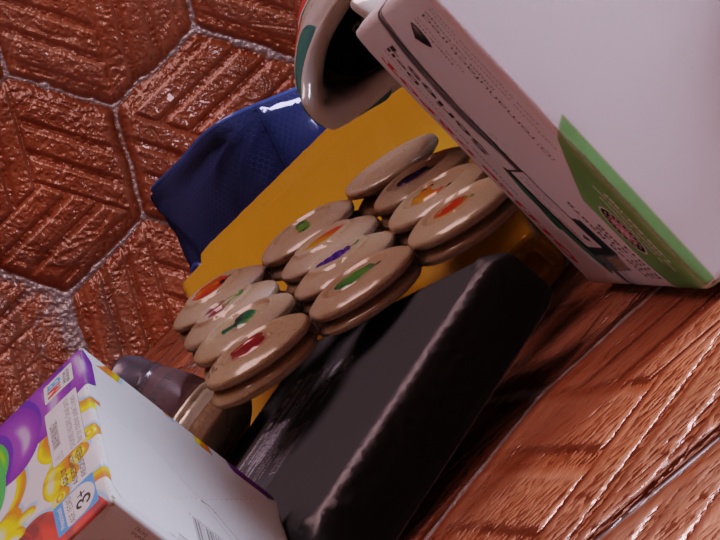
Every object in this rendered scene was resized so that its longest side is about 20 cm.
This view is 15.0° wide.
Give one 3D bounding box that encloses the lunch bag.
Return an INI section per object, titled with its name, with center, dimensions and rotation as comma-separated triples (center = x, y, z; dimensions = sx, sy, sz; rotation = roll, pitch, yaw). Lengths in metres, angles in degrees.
[lunch bag]
center = -0.009, -0.034, 1.504
dimensions = 0.200, 0.133, 0.136
rotation = -29, -4, -28

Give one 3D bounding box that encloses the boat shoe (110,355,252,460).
[boat shoe]
center = -0.097, 0.104, 1.229
dimensions = 0.072, 0.065, 0.200
rotation = -47, -14, -34

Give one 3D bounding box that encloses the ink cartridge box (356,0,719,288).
[ink cartridge box]
center = 0.083, -0.070, 0.990
dimensions = 0.084, 0.146, 0.200
rotation = -44, 4, -5

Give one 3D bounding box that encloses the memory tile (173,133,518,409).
[memory tile]
center = -0.011, -0.005, 1.169
dimensions = 0.153, 0.017, 0.200
rotation = -34, 12, -3

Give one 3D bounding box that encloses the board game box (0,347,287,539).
[board game box]
center = -0.126, 0.145, 0.959
dimensions = 0.200, 0.105, 0.103
rotation = -43, 28, 11

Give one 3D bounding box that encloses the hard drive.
[hard drive]
center = -0.010, 0.071, 1.085
dimensions = 0.140, 0.033, 0.200
rotation = -55, 10, -22

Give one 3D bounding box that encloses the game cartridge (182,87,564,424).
[game cartridge]
center = 0.000, 0.000, 1.285
dimensions = 0.176, 0.032, 0.200
rotation = -43, 30, 12

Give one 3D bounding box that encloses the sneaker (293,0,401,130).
[sneaker]
center = 0.040, -0.135, 1.161
dimensions = 0.200, 0.070, 0.094
rotation = -45, 17, 29
